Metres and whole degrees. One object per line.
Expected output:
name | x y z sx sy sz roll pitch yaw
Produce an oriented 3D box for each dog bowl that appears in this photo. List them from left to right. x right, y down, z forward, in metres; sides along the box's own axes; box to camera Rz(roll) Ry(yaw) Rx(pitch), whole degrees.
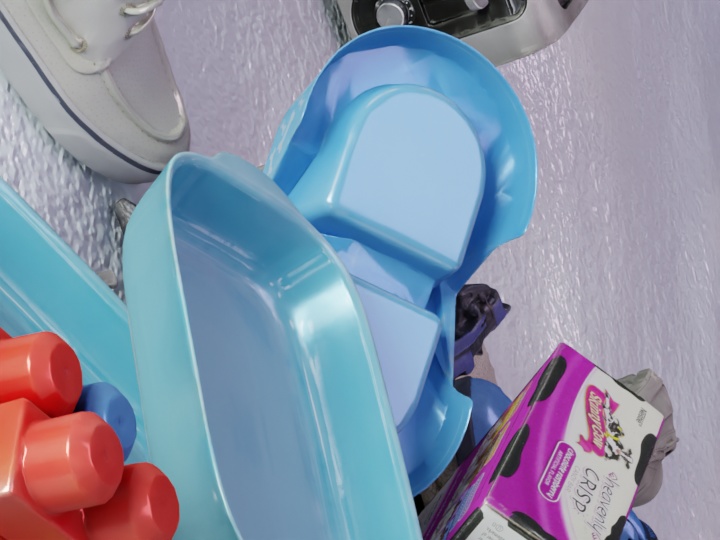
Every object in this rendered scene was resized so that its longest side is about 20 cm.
dog bowl | 0.000 0.000 0.813 0.111 0.050 0.201 25 72 -24

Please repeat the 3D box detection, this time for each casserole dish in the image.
casserole dish | -0.114 0.035 0.690 0.200 0.039 0.121 46 18 -11
casserole dish | -0.033 0.050 0.689 0.121 0.039 0.201 32 35 -47

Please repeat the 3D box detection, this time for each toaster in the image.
toaster | 0.052 -0.215 1.158 0.181 0.118 0.200 69 26 -16

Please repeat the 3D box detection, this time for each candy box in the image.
candy box | 0.040 0.143 0.857 0.061 0.200 0.136 37 32 0

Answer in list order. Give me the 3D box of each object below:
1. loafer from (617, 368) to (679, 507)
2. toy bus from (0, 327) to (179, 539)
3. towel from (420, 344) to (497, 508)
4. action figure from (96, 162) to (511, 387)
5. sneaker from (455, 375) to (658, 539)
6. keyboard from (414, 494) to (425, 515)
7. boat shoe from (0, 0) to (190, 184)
loafer | 0.168 0.120 1.284 0.070 0.070 0.200 65 25 -4
toy bus | -0.152 0.047 0.513 0.200 0.191 0.136 46 40 -45
towel | 0.057 0.099 1.085 0.133 0.034 0.201 -58 130 -68
action figure | -0.027 0.044 0.884 0.200 0.104 0.194 -42 122 -39
sneaker | 0.108 0.119 1.047 0.066 0.078 0.200 -83 150 -45
keyboard | 0.033 0.189 1.023 0.127 0.021 0.201 -46 118 -69
boat shoe | -0.113 -0.116 0.817 0.200 0.070 0.071 57 31 -35
